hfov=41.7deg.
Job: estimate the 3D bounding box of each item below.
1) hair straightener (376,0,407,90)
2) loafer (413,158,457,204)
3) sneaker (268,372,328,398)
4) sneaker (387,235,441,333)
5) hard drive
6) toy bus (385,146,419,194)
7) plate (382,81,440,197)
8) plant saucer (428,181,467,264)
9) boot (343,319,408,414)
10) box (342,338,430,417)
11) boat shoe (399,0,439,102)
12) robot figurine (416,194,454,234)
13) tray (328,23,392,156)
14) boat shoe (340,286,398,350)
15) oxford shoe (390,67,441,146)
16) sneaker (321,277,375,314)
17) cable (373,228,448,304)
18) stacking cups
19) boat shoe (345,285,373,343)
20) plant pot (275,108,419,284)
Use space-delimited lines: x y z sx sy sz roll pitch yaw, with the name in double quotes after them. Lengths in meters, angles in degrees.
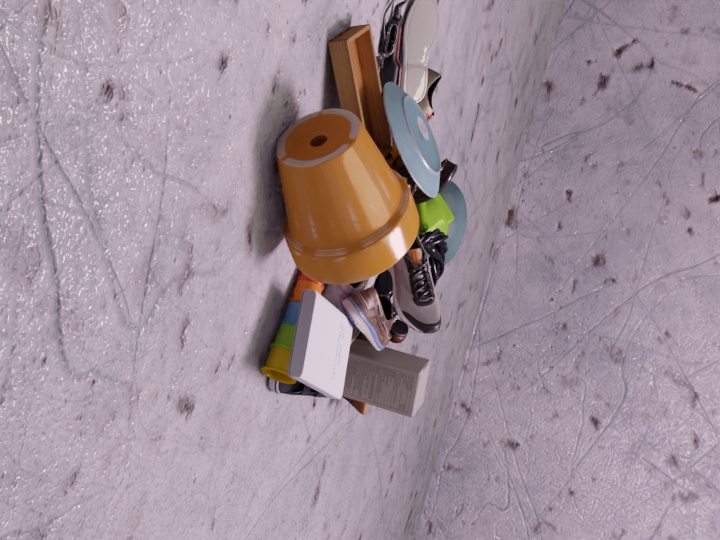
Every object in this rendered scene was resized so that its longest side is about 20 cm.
0.054 -0.374 1.638 0.077 0.040 0.204 -34 137 -68 "hair straightener"
0.088 -0.160 1.727 0.072 0.198 0.073 54 38 -17 "loafer"
-0.086 0.173 1.592 0.200 0.078 0.080 4 102 -73 "sneaker"
0.091 0.014 1.630 0.080 0.073 0.203 124 -48 -58 "sneaker"
-0.060 0.121 1.500 0.200 0.026 0.135 47 50 -67 "hard drive"
0.028 -0.118 1.624 0.200 0.133 0.196 -41 147 -67 "toy bus"
0.093 -0.219 1.549 0.201 0.025 0.203 50 28 -39 "plate"
0.137 -0.099 1.977 0.036 0.198 0.204 13 92 -42 "plant saucer"
0.019 0.185 1.879 0.067 0.187 0.204 13 94 -31 "boot"
0.024 0.194 1.769 0.078 0.196 0.097 -34 138 -66 "box"
0.097 -0.412 1.757 0.062 0.072 0.204 9 -89 62 "boat shoe"
0.091 -0.078 1.846 0.199 0.117 0.175 -33 -178 -31 "robot figurine"
0.001 -0.266 1.463 0.099 0.036 0.204 -51 136 -56 "tray"
0.030 0.084 1.657 0.072 0.073 0.200 -35 158 2 "boat shoe"
0.102 -0.295 1.817 0.070 0.073 0.204 10 95 -75 "oxford shoe"
0.000 0.000 1.686 0.100 0.074 0.201 -50 -173 43 "sneaker"
0.097 0.004 1.792 0.162 0.051 0.202 -28 142 -31 "cable"
-0.102 0.075 1.502 0.061 0.059 0.203 73 31 -63 "stacking cups"
-0.008 0.095 1.794 0.201 0.073 0.063 -61 139 -54 "boat shoe"
-0.032 -0.117 1.337 0.202 0.197 0.185 -62 145 -37 "plant pot"
